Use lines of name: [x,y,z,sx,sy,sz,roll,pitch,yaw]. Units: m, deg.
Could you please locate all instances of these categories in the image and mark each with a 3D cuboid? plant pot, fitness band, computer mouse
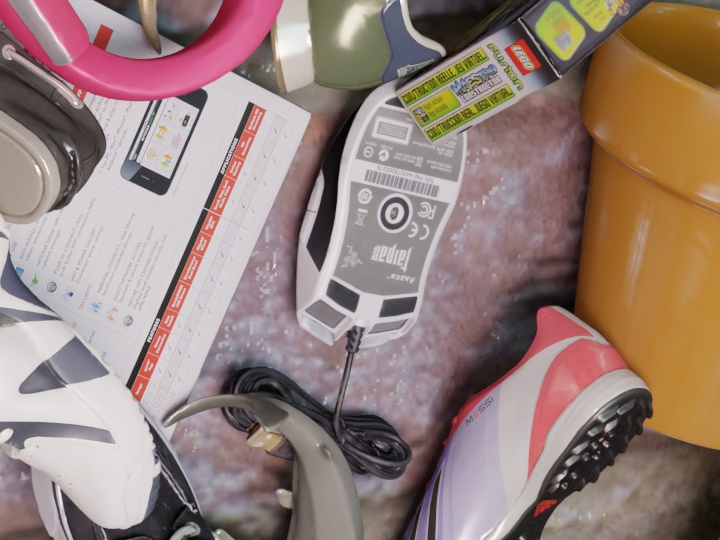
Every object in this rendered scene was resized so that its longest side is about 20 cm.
plant pot: [0.193,-0.015,1.485,0.200,0.200,0.184,5,112,-31]
fitness band: [-0.112,-0.169,1.277,0.144,0.037,0.200,-40,108,-29]
computer mouse: [0.000,0.000,1.450,0.109,0.044,0.201,14,96,-31]

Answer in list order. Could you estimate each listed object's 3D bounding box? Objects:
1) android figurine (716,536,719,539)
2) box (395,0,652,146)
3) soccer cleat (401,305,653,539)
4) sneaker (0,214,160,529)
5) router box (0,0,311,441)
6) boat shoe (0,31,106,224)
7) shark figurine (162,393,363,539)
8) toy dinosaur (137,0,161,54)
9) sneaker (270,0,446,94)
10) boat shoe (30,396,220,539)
android figurine: [0.211,0.136,1.536,0.041,0.182,0.200,42,36,6]
box: [0.116,-0.139,1.422,0.200,0.110,0.035,-40,98,-35]
soccer cleat: [0.064,0.106,1.476,0.068,0.073,0.200,3,133,-52]
sneaker: [-0.180,0.058,1.242,0.130,0.079,0.199,-42,119,-22]
router box: [-0.140,-0.022,1.358,0.179,0.049,0.200,27,85,-31]
boat shoe: [-0.197,-0.095,1.274,0.200,0.067,0.057,39,37,7]
shark figurine: [-0.017,0.133,1.414,0.128,0.089,0.215,-23,130,-31]
toy dinosaur: [-0.096,-0.209,1.327,0.101,0.058,0.201,18,75,-15]
sneaker: [0.001,-0.184,1.376,0.090,0.067,0.201,-1,94,0]
boat shoe: [-0.088,0.141,1.331,0.072,0.068,0.201,-20,94,-30]
